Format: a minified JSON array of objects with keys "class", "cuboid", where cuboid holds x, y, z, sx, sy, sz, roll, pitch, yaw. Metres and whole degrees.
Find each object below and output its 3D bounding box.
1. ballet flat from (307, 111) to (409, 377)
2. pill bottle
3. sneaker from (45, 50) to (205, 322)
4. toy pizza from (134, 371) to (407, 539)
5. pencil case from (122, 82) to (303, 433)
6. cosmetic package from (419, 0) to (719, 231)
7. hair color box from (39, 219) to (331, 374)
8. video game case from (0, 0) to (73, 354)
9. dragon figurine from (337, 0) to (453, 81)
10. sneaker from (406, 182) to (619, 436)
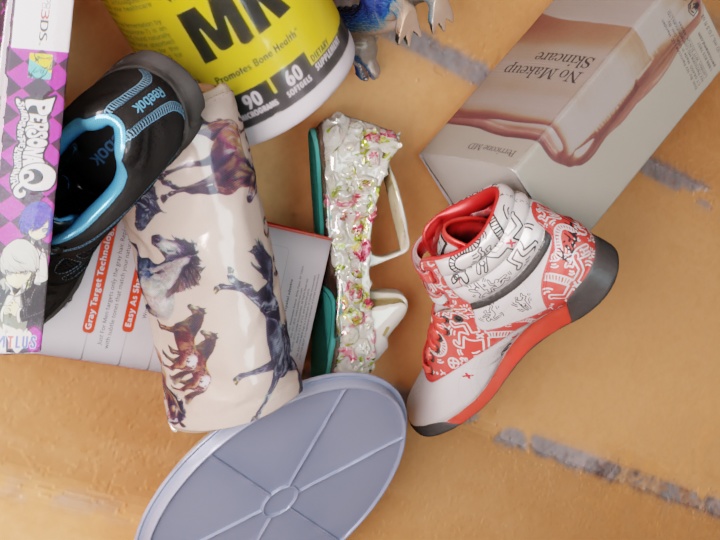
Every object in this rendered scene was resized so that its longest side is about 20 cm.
[{"class":"ballet flat","cuboid":[0.000,0.000,1.112,0.064,0.076,0.201,-2,103,-10]},{"class":"pill bottle","cuboid":[-0.095,-0.177,0.976,0.114,0.114,0.200,-46,124,-22]},{"class":"sneaker","cuboid":[-0.162,-0.029,0.883,0.073,0.200,0.082,40,27,-2]},{"class":"toy pizza","cuboid":[-0.058,0.134,1.091,0.199,0.032,0.201,-26,143,-21]},{"class":"pencil case","cuboid":[-0.091,-0.005,0.962,0.078,0.089,0.201,-46,128,-58]},{"class":"cosmetic package","cuboid":[0.147,-0.113,1.192,0.200,0.103,0.087,-50,125,-21]},{"class":"hair color box","cuboid":[-0.119,0.008,1.031,0.199,0.061,0.102,13,91,-41]},{"class":"video game case","cuboid":[-0.199,-0.067,0.859,0.036,0.200,0.182,2,98,-32]},{"class":"dragon figurine","cuboid":[0.004,-0.196,1.048,0.059,0.099,0.201,-30,129,-39]},{"class":"sneaker","cuboid":[0.064,0.023,1.140,0.108,0.201,0.067,31,38,-20]}]
